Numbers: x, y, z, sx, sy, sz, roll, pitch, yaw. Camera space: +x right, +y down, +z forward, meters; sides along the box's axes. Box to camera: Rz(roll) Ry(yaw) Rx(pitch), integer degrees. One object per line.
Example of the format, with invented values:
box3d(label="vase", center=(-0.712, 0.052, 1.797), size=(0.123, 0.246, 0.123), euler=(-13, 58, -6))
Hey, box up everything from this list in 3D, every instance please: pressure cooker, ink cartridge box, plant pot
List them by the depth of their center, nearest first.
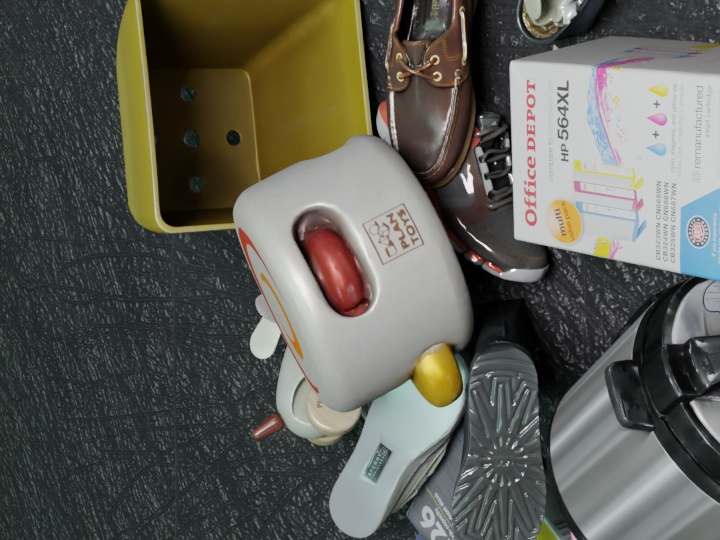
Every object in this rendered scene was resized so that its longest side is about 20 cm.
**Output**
box3d(label="pressure cooker", center=(0.236, 0.100, 0.845), size=(0.178, 0.176, 0.201), euler=(41, 141, 7))
box3d(label="ink cartridge box", center=(0.194, -0.081, 0.869), size=(0.198, 0.124, 0.130), euler=(12, 113, 43))
box3d(label="ink cartridge box", center=(0.117, 0.250, 1.106), size=(0.198, 0.047, 0.201), euler=(51, 133, 34))
box3d(label="plant pot", center=(-0.118, -0.128, 1.126), size=(0.176, 0.198, 0.203), euler=(-12, 84, 63))

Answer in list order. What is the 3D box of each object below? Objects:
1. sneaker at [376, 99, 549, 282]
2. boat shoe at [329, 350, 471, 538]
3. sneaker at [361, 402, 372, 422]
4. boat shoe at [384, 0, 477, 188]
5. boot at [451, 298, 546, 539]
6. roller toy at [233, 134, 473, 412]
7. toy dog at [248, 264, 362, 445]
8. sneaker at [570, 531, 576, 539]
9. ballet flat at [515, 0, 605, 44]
box3d(label="sneaker", center=(0.089, -0.081, 1.022), size=(0.201, 0.077, 0.082), euler=(53, 127, 17))
box3d(label="boat shoe", center=(0.044, 0.143, 1.107), size=(0.072, 0.065, 0.202), euler=(35, 114, 21))
box3d(label="sneaker", center=(0.012, 0.033, 1.153), size=(0.115, 0.075, 0.203), euler=(25, 113, 49))
box3d(label="boat shoe", center=(0.050, -0.167, 0.984), size=(0.069, 0.070, 0.203), euler=(2, 87, 21))
box3d(label="boot", center=(0.104, 0.117, 0.984), size=(0.065, 0.200, 0.167), euler=(7, 99, 2))
box3d(label="roller toy", center=(0.000, 0.000, 0.978), size=(0.200, 0.138, 0.184), euler=(53, 166, 51))
box3d(label="toy dog", center=(-0.068, 0.073, 1.157), size=(0.133, 0.095, 0.201), euler=(91, 160, -52))
box3d(label="sneaker", center=(0.237, 0.242, 0.956), size=(0.095, 0.079, 0.201), euler=(-24, 102, 44))
box3d(label="ballet flat", center=(0.147, -0.215, 0.864), size=(0.073, 0.072, 0.200), euler=(57, 159, 15))
